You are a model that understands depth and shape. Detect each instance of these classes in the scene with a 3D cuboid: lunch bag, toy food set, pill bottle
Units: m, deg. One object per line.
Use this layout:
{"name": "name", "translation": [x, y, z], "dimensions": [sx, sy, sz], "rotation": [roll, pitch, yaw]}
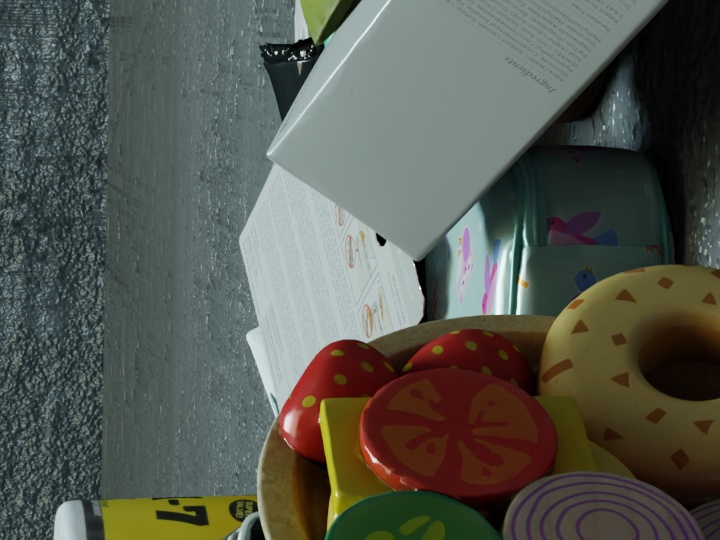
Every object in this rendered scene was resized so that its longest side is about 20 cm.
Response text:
{"name": "lunch bag", "translation": [0.072, 0.047, 0.884], "dimensions": [0.160, 0.076, 0.202], "rotation": [-166, 78, -76]}
{"name": "toy food set", "translation": [0.067, 0.068, 0.639], "dimensions": [0.199, 0.198, 0.049], "rotation": [-103, 16, -54]}
{"name": "pill bottle", "translation": [-0.097, 0.204, 1.344], "dimensions": [0.114, 0.198, 0.115], "rotation": [180, 90, -76]}

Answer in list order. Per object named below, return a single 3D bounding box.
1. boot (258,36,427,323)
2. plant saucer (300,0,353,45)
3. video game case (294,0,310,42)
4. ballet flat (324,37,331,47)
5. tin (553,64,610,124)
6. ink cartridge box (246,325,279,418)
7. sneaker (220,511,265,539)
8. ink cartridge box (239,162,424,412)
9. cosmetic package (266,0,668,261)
{"name": "boot", "translation": [-0.001, -0.053, 1.138], "dimensions": [0.198, 0.073, 0.164], "rotation": [-144, 39, -79]}
{"name": "plant saucer", "translation": [0.030, -0.184, 0.873], "dimensions": [0.201, 0.031, 0.200], "rotation": [-54, 1, 1]}
{"name": "video game case", "translation": [-0.023, -0.205, 1.327], "dimensions": [0.200, 0.035, 0.183], "rotation": [113, 156, -82]}
{"name": "ballet flat", "translation": [0.010, -0.178, 1.083], "dimensions": [0.070, 0.067, 0.201], "rotation": [-39, 48, 41]}
{"name": "tin", "translation": [0.091, -0.148, 0.900], "dimensions": [0.201, 0.042, 0.113], "rotation": [109, 154, -53]}
{"name": "ink cartridge box", "translation": [-0.014, 0.121, 1.185], "dimensions": [0.174, 0.043, 0.201], "rotation": [-162, 51, -75]}
{"name": "sneaker", "translation": [-0.048, 0.173, 1.199], "dimensions": [0.200, 0.073, 0.089], "rotation": [-126, 29, -74]}
{"name": "ink cartridge box", "translation": [0.000, 0.000, 0.994], "dimensions": [0.200, 0.050, 0.162], "rotation": [122, 140, -53]}
{"name": "cosmetic package", "translation": [0.054, -0.107, 0.776], "dimensions": [0.200, 0.081, 0.113], "rotation": [-46, 13, 47]}
